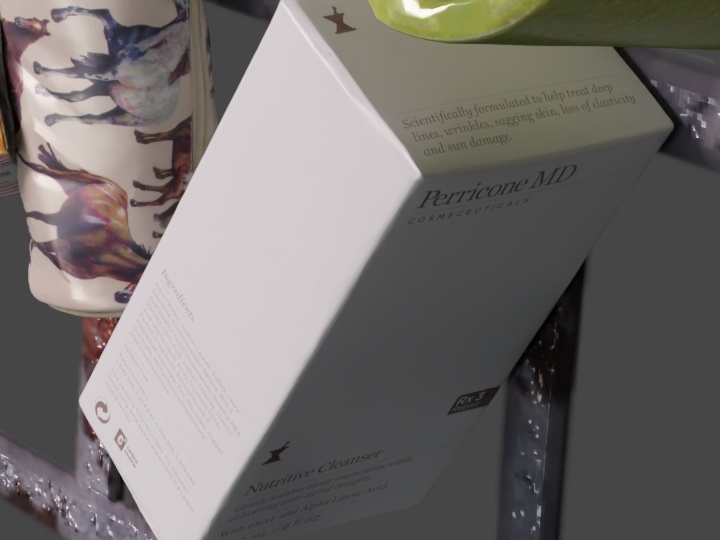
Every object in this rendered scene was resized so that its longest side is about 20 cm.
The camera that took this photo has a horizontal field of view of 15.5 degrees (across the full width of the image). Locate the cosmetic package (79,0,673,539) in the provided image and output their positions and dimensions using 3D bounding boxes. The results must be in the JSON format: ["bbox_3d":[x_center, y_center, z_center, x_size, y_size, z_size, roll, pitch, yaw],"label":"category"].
[{"bbox_3d":[0.000,0.000,0.859,0.081,0.113,0.200,56,139,25],"label":"cosmetic package"}]

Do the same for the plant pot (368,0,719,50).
[{"bbox_3d":[0.083,-0.131,0.665,0.200,0.184,0.200,16,112,47],"label":"plant pot"}]

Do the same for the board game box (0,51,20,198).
[{"bbox_3d":[-0.175,-0.128,1.027,0.152,0.046,0.200,130,126,-85],"label":"board game box"}]

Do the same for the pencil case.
[{"bbox_3d":[-0.087,-0.081,0.965,0.089,0.078,0.200,3,103,34],"label":"pencil case"}]
